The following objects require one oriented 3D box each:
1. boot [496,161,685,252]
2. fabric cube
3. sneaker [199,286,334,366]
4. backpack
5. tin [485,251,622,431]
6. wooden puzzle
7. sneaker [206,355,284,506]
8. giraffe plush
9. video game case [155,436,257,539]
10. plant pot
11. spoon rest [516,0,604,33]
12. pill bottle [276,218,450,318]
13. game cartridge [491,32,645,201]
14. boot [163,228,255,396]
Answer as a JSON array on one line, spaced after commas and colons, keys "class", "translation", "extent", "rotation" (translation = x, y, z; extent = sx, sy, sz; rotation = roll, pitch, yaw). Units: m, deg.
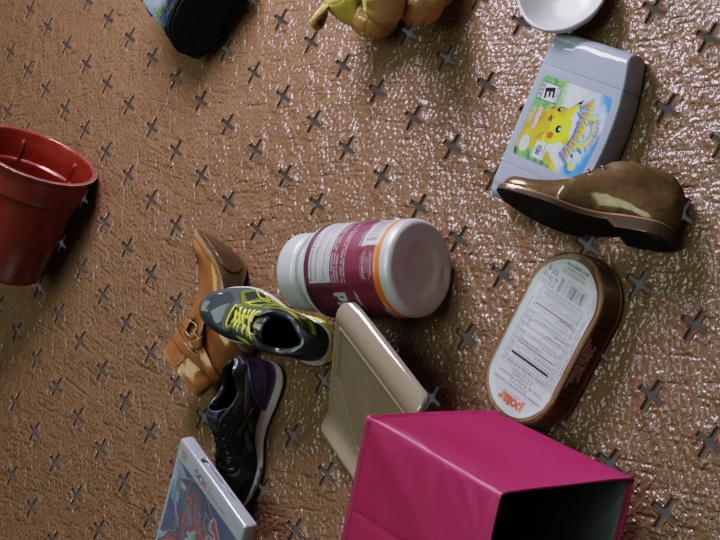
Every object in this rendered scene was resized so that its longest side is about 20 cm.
[{"class": "boot", "translation": [0.241, -0.078, 1.474], "extent": [0.199, 0.074, 0.076], "rotation": [14, 76, 25]}, {"class": "fabric cube", "translation": [0.117, 0.265, 1.399], "extent": [0.199, 0.195, 0.202], "rotation": [22, 106, 46]}, {"class": "sneaker", "translation": [-0.124, 0.062, 1.773], "extent": [0.199, 0.085, 0.075], "rotation": [15, 88, 26]}, {"class": "backpack", "translation": [-0.258, -0.441, 2.073], "extent": [0.163, 0.153, 0.201], "rotation": [-49, 35, 32]}, {"class": "tin", "translation": [0.203, 0.075, 1.507], "extent": [0.112, 0.042, 0.201], "rotation": [38, 105, 49]}, {"class": "wooden puzzle", "translation": [0.018, 0.164, 1.629], "extent": [0.185, 0.037, 0.201], "rotation": [51, 142, 41]}, {"class": "sneaker", "translation": [-0.169, 0.206, 1.808], "extent": [0.075, 0.087, 0.202], "rotation": [10, 85, 46]}, {"class": "giraffe plush", "translation": [0.012, -0.357, 1.764], "extent": [0.162, 0.171, 0.201], "rotation": [-50, 55, 52]}, {"class": "video game case", "translation": [-0.204, 0.347, 1.809], "extent": [0.182, 0.023, 0.201], "rotation": [45, 128, 43]}, {"class": "plant pot", "translation": [-0.539, -0.095, 2.216], "extent": [0.201, 0.200, 0.196], "rotation": [43, 117, 43]}, {"class": "spoon rest", "translation": [0.203, -0.338, 1.604], "extent": [0.099, 0.061, 0.200], "rotation": [-36, 49, 3]}, {"class": "pill bottle", "translation": [0.000, 0.000, 1.679], "extent": [0.199, 0.114, 0.115], "rotation": [-2, 76, 45]}, {"class": "game cartridge", "translation": [0.230, -0.153, 1.549], "extent": [0.133, 0.040, 0.201], "rotation": [28, 98, 42]}, {"class": "boot", "translation": [-0.213, 0.055, 1.903], "extent": [0.155, 0.073, 0.201], "rotation": [-47, 53, 19]}]
